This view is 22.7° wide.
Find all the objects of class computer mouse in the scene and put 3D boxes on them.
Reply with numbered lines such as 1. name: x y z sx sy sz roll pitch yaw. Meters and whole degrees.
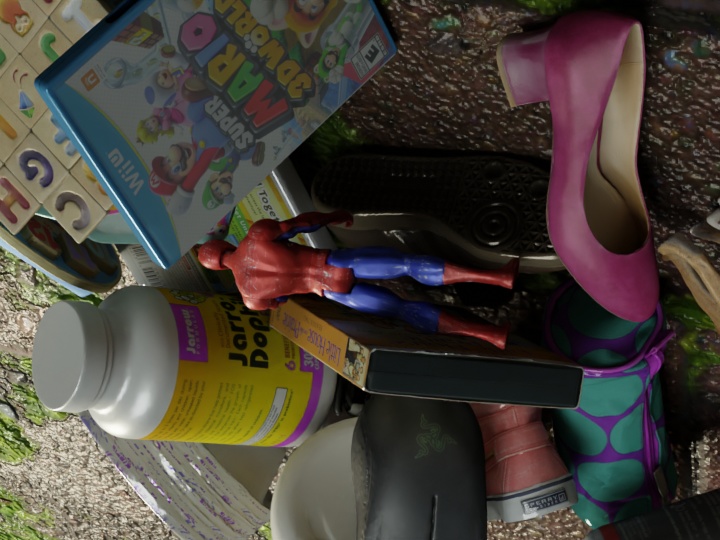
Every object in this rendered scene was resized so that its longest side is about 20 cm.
1. computer mouse: 0.046 0.168 1.149 0.137 0.202 0.053 -6 -173 -13

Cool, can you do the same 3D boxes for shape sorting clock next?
1. shape sorting clock: -0.239 -0.060 1.236 0.039 0.200 0.200 -42 112 13

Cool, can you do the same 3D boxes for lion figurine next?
1. lion figurine: 0.233 0.019 1.043 0.072 0.200 0.123 -38 81 13

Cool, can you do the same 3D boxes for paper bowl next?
1. paper bowl: -0.134 0.116 1.385 0.201 0.104 0.201 51 178 2

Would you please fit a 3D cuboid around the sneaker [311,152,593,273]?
1. sneaker: 0.066 -0.031 1.162 0.199 0.071 0.076 14 156 29

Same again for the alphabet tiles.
1. alphabet tiles: -0.207 -0.117 1.054 0.200 0.006 0.166 47 124 -2

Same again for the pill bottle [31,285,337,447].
1. pill bottle: -0.121 0.066 1.236 0.199 0.105 0.104 7 159 -38

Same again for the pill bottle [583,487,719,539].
1. pill bottle: 0.260 0.203 1.212 0.199 0.116 0.116 -17 136 0

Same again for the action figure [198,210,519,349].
1. action figure: 0.000 0.000 1.123 0.198 0.099 0.066 9 103 8

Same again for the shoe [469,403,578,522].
1. shoe: 0.103 0.125 1.259 0.071 0.092 0.200 -15 174 -6

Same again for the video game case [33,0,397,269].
1. video game case: -0.076 -0.117 1.026 0.018 0.200 0.144 27 155 47

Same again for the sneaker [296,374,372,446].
1. sneaker: 0.019 0.104 1.352 0.199 0.077 0.082 22 143 -12

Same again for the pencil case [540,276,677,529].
1. pencil case: 0.173 0.093 1.220 0.092 0.085 0.201 29 151 33

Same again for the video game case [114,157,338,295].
1. video game case: -0.125 -0.071 1.224 0.181 0.023 0.201 -9 118 40

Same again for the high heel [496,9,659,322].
1. high heel: 0.154 -0.058 1.041 0.096 0.067 0.201 -2 115 48

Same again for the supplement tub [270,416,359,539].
1. supplement tub: 0.007 0.204 1.291 0.143 0.145 0.200 21 154 8

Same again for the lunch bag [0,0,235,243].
1. lunch bag: -0.155 -0.115 1.105 0.199 0.122 0.171 21 121 9

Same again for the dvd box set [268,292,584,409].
1. dvd box set: 0.037 0.049 1.161 0.145 0.030 0.200 6 -172 -20
